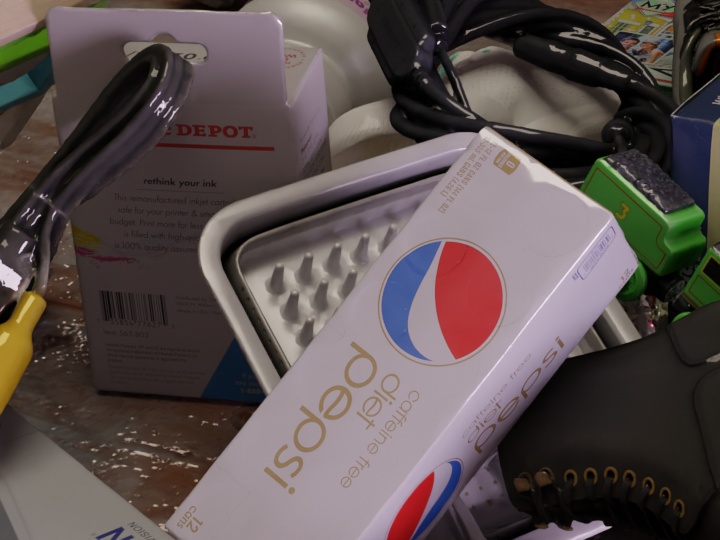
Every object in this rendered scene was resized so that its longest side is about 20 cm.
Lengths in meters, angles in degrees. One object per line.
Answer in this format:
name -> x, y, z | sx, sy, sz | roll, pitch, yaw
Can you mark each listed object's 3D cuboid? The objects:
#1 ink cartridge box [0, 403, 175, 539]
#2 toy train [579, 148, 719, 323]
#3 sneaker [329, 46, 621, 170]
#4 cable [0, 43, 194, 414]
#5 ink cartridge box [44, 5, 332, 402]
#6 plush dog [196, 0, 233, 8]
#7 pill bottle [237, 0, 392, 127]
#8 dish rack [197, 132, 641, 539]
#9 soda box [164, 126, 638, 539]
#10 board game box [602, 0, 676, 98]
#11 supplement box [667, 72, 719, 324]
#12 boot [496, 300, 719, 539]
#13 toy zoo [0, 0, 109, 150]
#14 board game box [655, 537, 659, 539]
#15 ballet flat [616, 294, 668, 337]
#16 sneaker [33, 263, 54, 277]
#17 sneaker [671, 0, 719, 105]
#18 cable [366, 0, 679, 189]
ink cartridge box -> -0.181, 0.138, 0.832 | 0.200, 0.041, 0.199 | -24, 35, -31
toy train -> 0.168, 0.021, 0.916 | 0.042, 0.057, 0.200 | -16, 52, -46
sneaker -> 0.056, -0.085, 1.132 | 0.199, 0.075, 0.089 | -6, 55, -33
cable -> -0.138, -0.010, 0.908 | 0.200, 0.050, 0.097 | -53, 26, -7
ink cartridge box -> -0.074, -0.041, 0.973 | 0.115, 0.201, 0.068 | 3, 30, 12
plush dog -> -0.013, -0.242, 1.406 | 0.199, 0.161, 0.171 | 18, 13, 35
pill bottle -> -0.020, -0.124, 1.206 | 0.112, 0.113, 0.200 | 6, 31, 17
dish rack -> 0.035, 0.043, 0.901 | 0.171, 0.044, 0.200 | -19, 65, -23
soda box -> 0.018, 0.047, 0.803 | 0.068, 0.064, 0.200 | 37, 86, 24
board game box -> 0.235, -0.120, 1.252 | 0.199, 0.029, 0.135 | 14, 35, 29
supplement box -> 0.277, -0.032, 0.981 | 0.199, 0.135, 0.200 | 16, 34, 31
boot -> 0.114, 0.095, 0.780 | 0.138, 0.078, 0.200 | -16, 31, 17
toy zoo -> -0.203, -0.072, 0.992 | 0.131, 0.020, 0.200 | -31, -6, -36
board game box -> 0.229, 0.078, 0.820 | 0.199, 0.028, 0.136 | 12, 75, 27
ballet flat -> 0.126, -0.007, 1.028 | 0.075, 0.064, 0.200 | 1, 29, 11
sneaker -> -0.228, 0.022, 1.009 | 0.069, 0.100, 0.200 | 28, 10, 19
sneaker -> 0.208, -0.120, 1.156 | 0.074, 0.080, 0.201 | -7, 43, 14
cable -> 0.090, -0.084, 1.057 | 0.163, 0.051, 0.200 | 9, 30, -24
